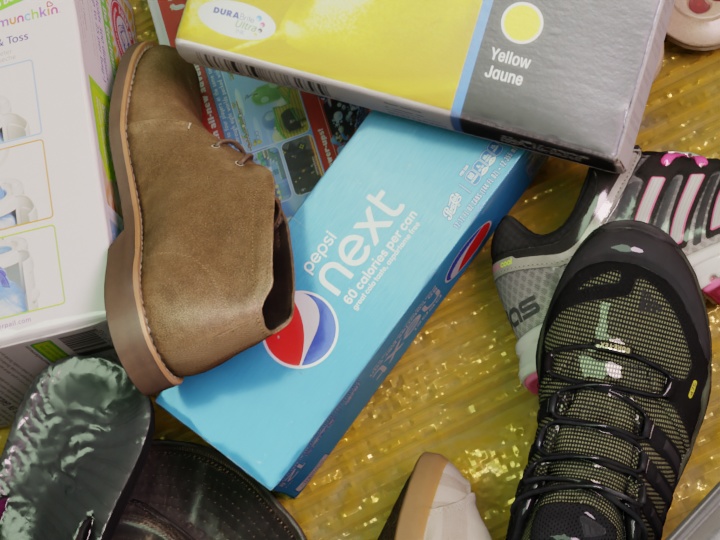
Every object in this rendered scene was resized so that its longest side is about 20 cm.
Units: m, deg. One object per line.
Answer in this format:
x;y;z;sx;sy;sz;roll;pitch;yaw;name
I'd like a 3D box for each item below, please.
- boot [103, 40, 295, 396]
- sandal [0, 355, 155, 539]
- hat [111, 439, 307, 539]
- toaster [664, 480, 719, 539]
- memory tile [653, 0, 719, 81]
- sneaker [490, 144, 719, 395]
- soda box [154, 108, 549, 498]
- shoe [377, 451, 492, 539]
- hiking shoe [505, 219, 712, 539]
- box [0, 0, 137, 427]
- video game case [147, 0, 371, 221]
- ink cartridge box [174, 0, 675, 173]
-0.067;-0.032;1.067;0.075;0.074;0.200;-19;43;11;boot
-0.139;0.124;1.008;0.075;0.048;0.201;8;67;10;sandal
-0.116;0.159;1.059;0.200;0.081;0.201;-3;73;11;hat
0.178;0.172;0.929;0.181;0.200;0.119;40;89;21;toaster
0.152;-0.176;1.128;0.200;0.017;0.153;-29;69;-4;memory tile
0.141;-0.029;1.065;0.200;0.074;0.088;-30;75;7;sneaker
0.000;0.000;1.080;0.068;0.064;0.200;36;88;11;soda box
0.025;0.141;0.998;0.053;0.200;0.070;26;117;-3;shoe
0.101;0.082;0.993;0.076;0.101;0.200;8;103;5;hiking shoe
-0.153;-0.045;1.114;0.101;0.113;0.200;-14;70;9;box
0.010;-0.102;1.147;0.200;0.017;0.143;-19;70;5;video game case
0.044;-0.161;1.044;0.197;0.047;0.200;15;86;11;ink cartridge box
